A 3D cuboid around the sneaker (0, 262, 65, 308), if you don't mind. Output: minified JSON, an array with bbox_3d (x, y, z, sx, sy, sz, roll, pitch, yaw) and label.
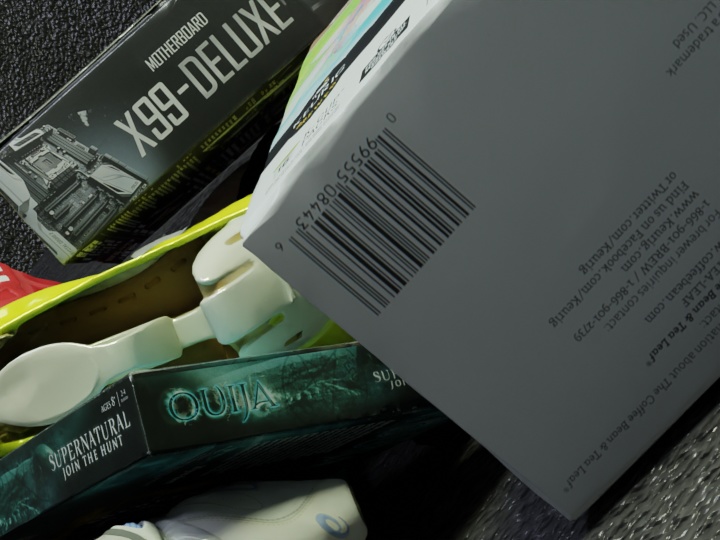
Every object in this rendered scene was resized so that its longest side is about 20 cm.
[{"bbox_3d":[-0.095,0.023,0.957,0.115,0.199,0.079,30,105,41],"label":"sneaker"}]

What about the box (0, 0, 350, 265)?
[{"bbox_3d":[-0.061,-0.071,0.915,0.158,0.050,0.200,-42,0,1],"label":"box"}]

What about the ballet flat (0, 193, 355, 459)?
[{"bbox_3d":[-0.063,0.020,0.816,0.199,0.067,0.067,-22,2,3],"label":"ballet flat"}]

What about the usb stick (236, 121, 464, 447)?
[{"bbox_3d":[0.000,0.000,0.901,0.056,0.032,0.200,-64,32,15],"label":"usb stick"}]

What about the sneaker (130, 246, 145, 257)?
[{"bbox_3d":[-0.099,0.051,1.304,0.095,0.080,0.200,-20,-21,-39],"label":"sneaker"}]

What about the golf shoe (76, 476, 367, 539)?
[{"bbox_3d":[-0.053,0.112,0.806,0.097,0.079,0.200,-26,-1,-20],"label":"golf shoe"}]

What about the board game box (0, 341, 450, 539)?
[{"bbox_3d":[-0.059,0.065,0.817,0.134,0.028,0.200,-7,-13,-33],"label":"board game box"}]

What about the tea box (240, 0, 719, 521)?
[{"bbox_3d":[0.083,-0.071,0.711,0.200,0.133,0.197,-48,9,19],"label":"tea box"}]

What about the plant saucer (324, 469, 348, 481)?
[{"bbox_3d":[-0.023,0.111,0.859,0.070,0.019,0.200,-50,11,5],"label":"plant saucer"}]

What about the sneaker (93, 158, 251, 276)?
[{"bbox_3d":[-0.074,0.011,1.073,0.072,0.073,0.200,-35,2,-37],"label":"sneaker"}]
